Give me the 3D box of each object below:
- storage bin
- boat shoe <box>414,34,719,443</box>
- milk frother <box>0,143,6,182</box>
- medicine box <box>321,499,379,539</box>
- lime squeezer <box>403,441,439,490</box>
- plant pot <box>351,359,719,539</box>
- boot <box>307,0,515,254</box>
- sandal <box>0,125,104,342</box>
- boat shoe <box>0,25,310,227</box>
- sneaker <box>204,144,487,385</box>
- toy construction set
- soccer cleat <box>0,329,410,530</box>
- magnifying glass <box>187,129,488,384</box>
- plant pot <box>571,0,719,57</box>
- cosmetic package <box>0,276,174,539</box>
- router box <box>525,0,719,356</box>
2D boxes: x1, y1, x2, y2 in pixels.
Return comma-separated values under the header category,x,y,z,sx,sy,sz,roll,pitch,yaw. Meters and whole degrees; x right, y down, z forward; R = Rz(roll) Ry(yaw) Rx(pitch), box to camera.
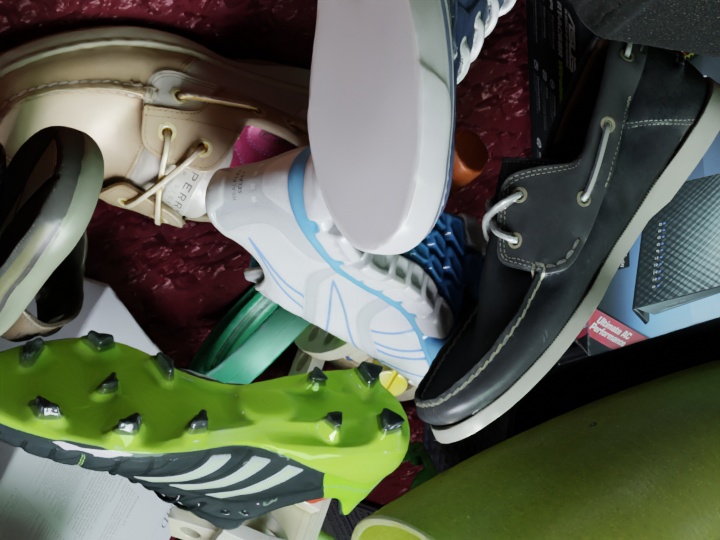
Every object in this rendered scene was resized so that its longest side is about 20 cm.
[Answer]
category,x,y,z,sx,sy,sz,roll,pitch,yaw
storage bin,0.115,0.063,1.445,0.135,0.094,0.200,-16,142,-16
boat shoe,0.076,-0.017,1.179,0.068,0.072,0.200,39,74,-17
milk frother,-0.236,0.045,1.126,0.200,0.181,0.188,-7,137,-17
medicine box,0.007,0.225,1.498,0.103,0.182,0.200,-43,141,21
lime squeezer,0.018,0.118,1.430,0.038,0.200,0.071,97,20,-56
plant pot,0.130,0.135,1.335,0.200,0.187,0.187,-37,148,-21
boot,0.031,-0.102,1.112,0.090,0.200,0.073,7,166,-40
sandal,-0.137,0.000,1.160,0.057,0.080,0.201,15,161,-20
boat shoe,-0.075,-0.054,1.199,0.200,0.069,0.074,2,135,-35
sneaker,0.000,0.000,1.205,0.087,0.075,0.200,-4,149,28
toy construction set,-0.021,0.082,1.321,0.092,0.200,0.131,45,147,-15
soccer cleat,-0.074,0.074,1.184,0.200,0.068,0.081,7,133,-26
magnifying glass,-0.014,-0.002,1.279,0.022,0.080,0.200,43,128,-13
plant pot,0.168,-0.187,1.099,0.199,0.200,0.177,5,143,-36
cosmetic package,-0.150,0.120,1.286,0.200,0.052,0.151,-63,148,-21
router box,0.158,-0.070,1.295,0.150,0.062,0.200,-17,128,-15
